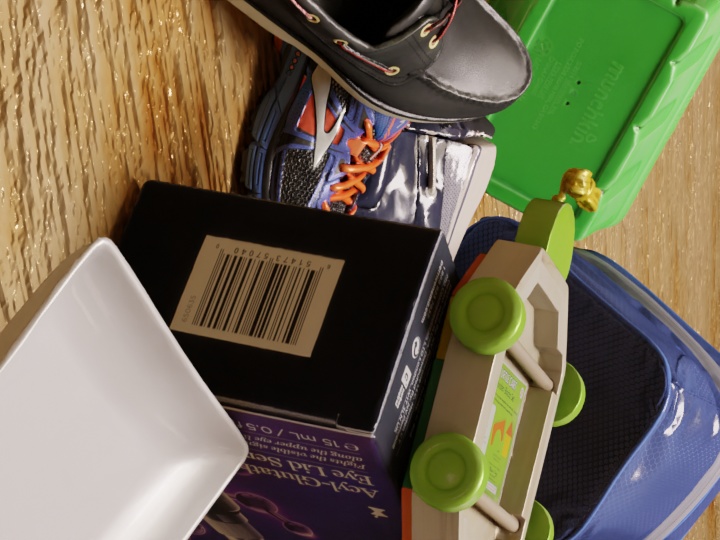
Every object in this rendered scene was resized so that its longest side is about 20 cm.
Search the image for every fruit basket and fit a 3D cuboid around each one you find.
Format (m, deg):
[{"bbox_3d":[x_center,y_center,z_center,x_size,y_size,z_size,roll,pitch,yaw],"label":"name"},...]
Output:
[{"bbox_3d":[0.130,-0.141,1.367,0.216,0.155,0.216,-62,180,0],"label":"fruit basket"}]

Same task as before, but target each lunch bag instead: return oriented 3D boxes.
[{"bbox_3d":[0.117,0.066,1.297,0.132,0.200,0.136,19,111,-52],"label":"lunch bag"}]

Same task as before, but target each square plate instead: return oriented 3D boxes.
[{"bbox_3d":[-0.134,0.102,0.872,0.198,0.028,0.200,-52,152,-14],"label":"square plate"}]

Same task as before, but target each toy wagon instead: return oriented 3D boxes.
[{"bbox_3d":[0.067,0.049,1.032,0.155,0.039,0.201,46,56,-67],"label":"toy wagon"}]

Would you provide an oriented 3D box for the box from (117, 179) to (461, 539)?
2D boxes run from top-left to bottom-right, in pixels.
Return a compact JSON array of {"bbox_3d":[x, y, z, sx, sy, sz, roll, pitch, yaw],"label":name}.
[{"bbox_3d":[-0.026,0.061,1.054,0.200,0.147,0.105,67,37,-56],"label":"box"}]

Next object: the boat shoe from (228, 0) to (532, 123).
[{"bbox_3d":[0.014,-0.122,1.070,0.201,0.063,0.074,27,73,-39],"label":"boat shoe"}]

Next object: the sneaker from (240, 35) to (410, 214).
[{"bbox_3d":[-0.008,-0.077,1.141,0.075,0.078,0.201,-9,107,-69],"label":"sneaker"}]

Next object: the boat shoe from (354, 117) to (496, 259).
[{"bbox_3d":[0.000,0.000,1.243,0.092,0.075,0.201,4,107,-43],"label":"boat shoe"}]
